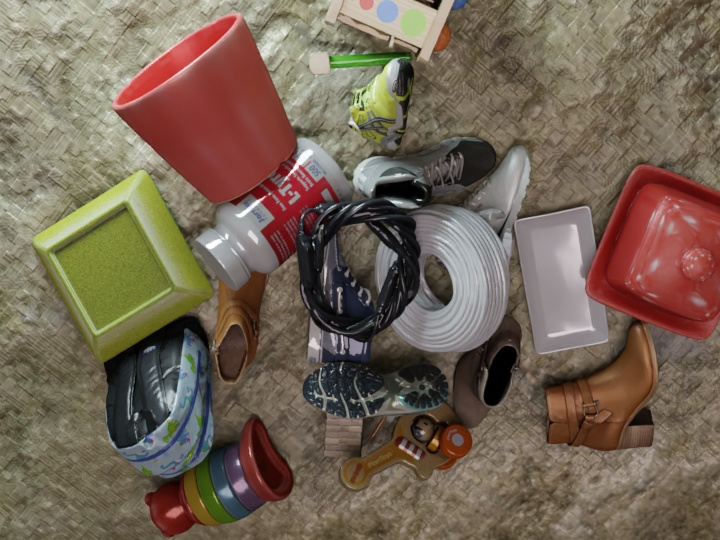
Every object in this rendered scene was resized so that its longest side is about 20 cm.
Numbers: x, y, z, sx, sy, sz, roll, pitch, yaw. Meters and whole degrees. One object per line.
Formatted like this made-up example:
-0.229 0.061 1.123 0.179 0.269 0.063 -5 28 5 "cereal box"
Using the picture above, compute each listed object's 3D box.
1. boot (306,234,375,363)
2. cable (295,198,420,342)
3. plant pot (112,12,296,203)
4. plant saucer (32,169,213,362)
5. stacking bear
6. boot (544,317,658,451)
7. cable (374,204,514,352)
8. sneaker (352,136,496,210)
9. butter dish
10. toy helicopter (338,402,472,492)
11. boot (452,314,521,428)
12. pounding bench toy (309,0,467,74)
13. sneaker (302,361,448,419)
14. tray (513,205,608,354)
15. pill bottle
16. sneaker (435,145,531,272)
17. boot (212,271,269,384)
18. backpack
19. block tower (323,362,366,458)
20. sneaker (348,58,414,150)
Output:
-0.024 0.027 1.605 0.089 0.073 0.203 4 89 -5 "boot"
0.000 0.000 1.526 0.161 0.051 0.202 -10 115 -8 "cable"
-0.185 -0.198 1.501 0.199 0.201 0.178 -31 112 10 "plant pot"
-0.334 -0.003 1.605 0.199 0.048 0.201 -30 90 11 "plant saucer"
-0.215 0.318 1.700 0.199 0.114 0.122 -26 105 14 "stacking bear"
0.337 0.162 1.659 0.153 0.077 0.202 0 115 5 "boot"
0.108 0.013 1.563 0.198 0.069 0.203 8 105 39 "cable"
0.096 -0.116 1.535 0.198 0.116 0.076 -14 111 -8 "sneaker"
0.426 -0.016 1.546 0.198 0.148 0.201 21 97 -5 "butter dish"
0.050 0.242 1.653 0.199 0.079 0.133 -26 76 -25 "toy helicopter"
0.173 0.153 1.614 0.069 0.146 0.202 9 108 -3 "boot"
0.037 -0.313 1.484 0.155 0.124 0.202 23 107 -6 "pounding bench toy"
0.017 0.175 1.607 0.198 0.086 0.078 3 68 -10 "sneaker"
0.279 0.013 1.633 0.106 0.022 0.202 -11 107 4 "tray"
-0.115 -0.071 1.533 0.200 0.112 0.113 -42 104 -15 "pill bottle"
0.169 -0.079 1.581 0.080 0.076 0.202 22 108 3 "sneaker"
-0.164 0.043 1.583 0.073 0.155 0.202 -2 107 2 "boot"
-0.273 0.184 1.607 0.162 0.200 0.155 -27 114 9 "backpack"
-0.020 0.173 1.674 0.057 0.054 0.202 2 107 1 "block tower"
0.024 -0.206 1.487 0.076 0.200 0.076 12 72 -1 "sneaker"
